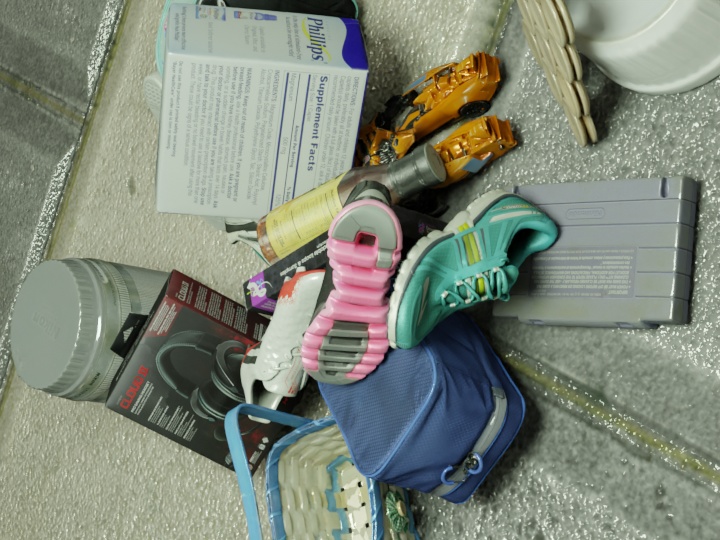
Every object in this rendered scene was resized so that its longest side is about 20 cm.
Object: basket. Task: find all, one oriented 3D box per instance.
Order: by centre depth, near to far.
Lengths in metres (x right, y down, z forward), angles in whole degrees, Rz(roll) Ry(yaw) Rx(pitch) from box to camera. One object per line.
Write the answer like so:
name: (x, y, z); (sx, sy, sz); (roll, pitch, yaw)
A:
basket: (-0.041, 0.218, 1.318); (0.138, 0.198, 0.179); (-32, 62, 37)

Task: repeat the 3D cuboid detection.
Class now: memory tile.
memory tile: (0.166, -0.212, 1.217); (0.017, 0.201, 0.155); (-22, 58, 3)

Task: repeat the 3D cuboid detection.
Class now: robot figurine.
robot figurine: (0.063, -0.131, 1.384); (0.199, 0.058, 0.147); (-29, 60, 38)

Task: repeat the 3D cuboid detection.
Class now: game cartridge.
game cartridge: (0.207, -0.015, 1.236); (0.198, 0.038, 0.132); (1, 86, 45)

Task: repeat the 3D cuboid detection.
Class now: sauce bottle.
sauce bottle: (-0.009, -0.063, 1.351); (0.198, 0.066, 0.067); (-25, 64, 22)

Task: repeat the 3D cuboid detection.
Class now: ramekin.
ramekin: (0.250, -0.261, 1.196); (0.201, 0.094, 0.206); (-12, 74, 44)

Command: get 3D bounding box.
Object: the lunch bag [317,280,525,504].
lunch bag: (0.064, 0.117, 1.280); (0.137, 0.131, 0.201); (-55, 36, 22)

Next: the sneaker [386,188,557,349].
sneaker: (0.096, -0.001, 1.210); (0.079, 0.200, 0.078); (29, 147, 31)

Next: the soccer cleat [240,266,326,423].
soccer cleat: (-0.065, 0.073, 1.334); (0.200, 0.068, 0.086); (128, 149, -46)

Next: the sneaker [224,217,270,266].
sneaker: (-0.059, -0.036, 1.472); (0.198, 0.076, 0.089); (25, 127, 22)

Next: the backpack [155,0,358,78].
backpack: (-0.123, -0.251, 1.496); (0.153, 0.198, 0.178); (29, 103, 49)

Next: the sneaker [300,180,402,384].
sneaker: (-0.005, 0.009, 1.236); (0.096, 0.078, 0.202); (-90, 14, -58)

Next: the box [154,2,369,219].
box: (-0.103, -0.156, 1.391); (0.106, 0.197, 0.186); (-98, 15, -52)

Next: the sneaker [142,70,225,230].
sneaker: (-0.163, -0.155, 1.612); (0.073, 0.118, 0.203); (2, 119, 52)

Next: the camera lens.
camera lens: (-0.280, 0.073, 1.591); (0.159, 0.199, 0.162); (-11, 74, 43)

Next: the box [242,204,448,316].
box: (0.000, 0.000, 1.362); (0.199, 0.142, 0.037); (-32, 58, 37)

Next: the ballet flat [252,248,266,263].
ballet flat: (-0.121, -0.095, 1.544); (0.070, 0.071, 0.201); (-30, 97, 37)

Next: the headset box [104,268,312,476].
headset box: (-0.167, 0.107, 1.470); (0.150, 0.198, 0.077); (-57, 13, 19)
